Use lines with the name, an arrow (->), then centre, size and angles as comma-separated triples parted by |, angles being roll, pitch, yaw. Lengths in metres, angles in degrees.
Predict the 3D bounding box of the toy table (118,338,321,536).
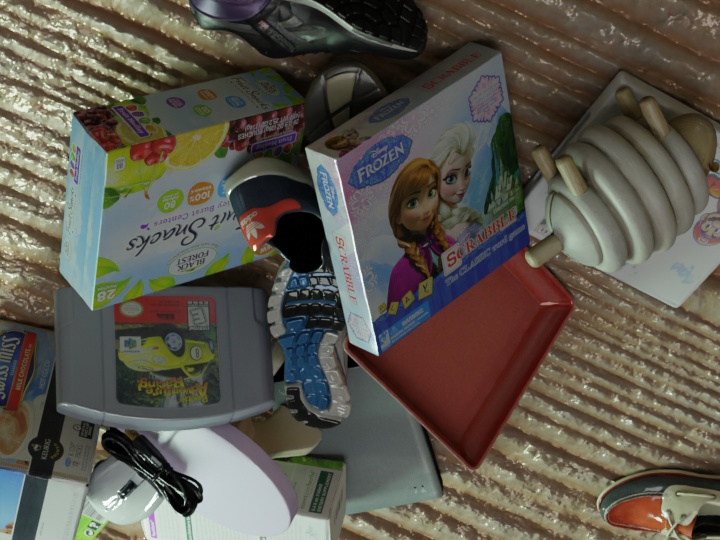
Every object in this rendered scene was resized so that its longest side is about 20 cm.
toy table -> -0.133, 0.153, 1.639 | 0.200, 0.117, 0.184 | 43, 135, -16

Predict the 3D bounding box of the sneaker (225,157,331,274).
sneaker -> -0.027, -0.035, 1.463 | 0.200, 0.085, 0.075 | 7, 146, -39

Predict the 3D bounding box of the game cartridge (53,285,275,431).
game cartridge -> -0.179, 0.080, 1.552 | 0.199, 0.134, 0.041 | 0, 160, -14

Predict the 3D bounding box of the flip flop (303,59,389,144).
flip flop -> 0.009, -0.120, 1.485 | 0.081, 0.058, 0.200 | -14, 145, 18

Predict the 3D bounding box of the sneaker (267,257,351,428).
sneaker -> -0.045, 0.047, 1.578 | 0.075, 0.087, 0.200 | 1, 128, 2

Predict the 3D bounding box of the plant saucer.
plant saucer -> 0.086, 0.048, 1.563 | 0.200, 0.200, 0.037 | 45, 157, -29

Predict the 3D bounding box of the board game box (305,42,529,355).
board game box -> 0.055, -0.062, 1.451 | 0.041, 0.200, 0.200 | 23, 138, 42

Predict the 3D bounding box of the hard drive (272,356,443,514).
hard drive -> -0.005, 0.164, 1.724 | 0.139, 0.033, 0.200 | -11, 127, 10

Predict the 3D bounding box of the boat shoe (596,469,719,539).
boat shoe -> 0.349, 0.252, 1.773 | 0.199, 0.063, 0.071 | -2, 130, 3

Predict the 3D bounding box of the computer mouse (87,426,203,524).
computer mouse -> -0.221, 0.210, 1.622 | 0.110, 0.044, 0.200 | 40, 152, -4

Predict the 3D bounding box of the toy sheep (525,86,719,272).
toy sheep -> 0.220, -0.068, 1.446 | 0.200, 0.138, 0.138 | -33, 125, -5

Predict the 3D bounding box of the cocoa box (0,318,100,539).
cocoa box -> -0.320, 0.165, 1.621 | 0.131, 0.200, 0.134 | 13, 128, -9

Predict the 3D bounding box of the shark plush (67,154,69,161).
shark plush -> -0.195, -0.036, 1.550 | 0.083, 0.091, 0.201 | -25, 125, -18

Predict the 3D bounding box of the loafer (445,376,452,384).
loafer -> 0.070, 0.082, 1.610 | 0.073, 0.072, 0.200 | -36, 133, 10

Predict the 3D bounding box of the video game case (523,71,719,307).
video game case -> 0.264, -0.068, 1.544 | 0.200, 0.024, 0.182 | 25, 125, -19

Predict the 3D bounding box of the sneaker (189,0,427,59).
sneaker -> -0.045, -0.213, 1.415 | 0.199, 0.076, 0.088 | 19, 141, -10

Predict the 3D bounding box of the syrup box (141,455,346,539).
syrup box -> -0.119, 0.234, 1.726 | 0.199, 0.079, 0.082 | 8, 132, 9

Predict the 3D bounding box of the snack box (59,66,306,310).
snack box -> -0.152, -0.071, 1.456 | 0.200, 0.068, 0.169 | -16, 136, -33

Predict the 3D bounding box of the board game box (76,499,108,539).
board game box -> -0.360, 0.229, 1.783 | 0.200, 0.030, 0.096 | 28, 123, -23
